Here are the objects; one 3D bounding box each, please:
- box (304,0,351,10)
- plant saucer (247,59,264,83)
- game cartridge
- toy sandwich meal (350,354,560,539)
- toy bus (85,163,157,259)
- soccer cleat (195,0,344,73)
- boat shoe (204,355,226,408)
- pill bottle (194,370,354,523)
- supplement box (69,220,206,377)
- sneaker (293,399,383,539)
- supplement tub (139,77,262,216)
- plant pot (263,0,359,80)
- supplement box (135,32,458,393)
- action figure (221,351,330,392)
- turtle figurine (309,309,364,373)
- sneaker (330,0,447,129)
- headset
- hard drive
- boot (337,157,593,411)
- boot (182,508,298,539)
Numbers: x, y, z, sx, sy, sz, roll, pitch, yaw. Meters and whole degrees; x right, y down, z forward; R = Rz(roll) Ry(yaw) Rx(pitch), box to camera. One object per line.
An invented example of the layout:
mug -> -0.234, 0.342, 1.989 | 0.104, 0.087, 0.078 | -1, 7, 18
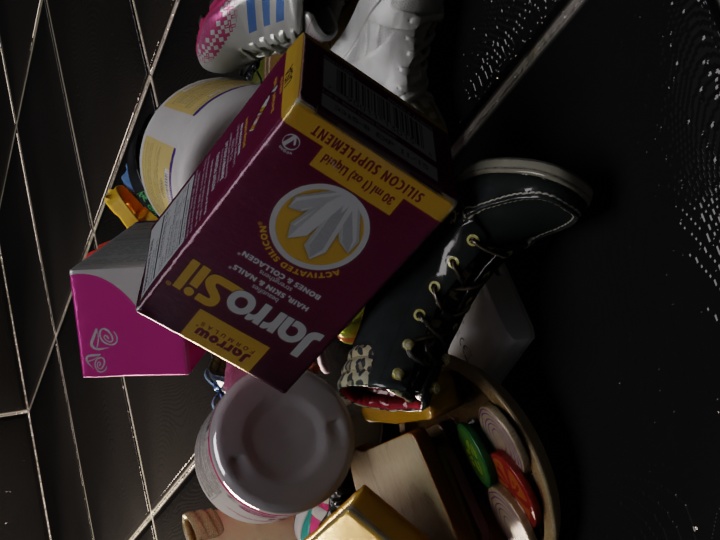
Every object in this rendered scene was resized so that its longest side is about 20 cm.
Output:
box -> -0.024, -0.333, 1.007 | 0.160, 0.049, 0.201 | -41, 58, 47
plant saucer -> -0.067, -0.126, 1.211 | 0.200, 0.031, 0.202 | 27, 120, 60
game cartridge -> 0.045, 0.259, 0.932 | 0.200, 0.032, 0.176 | 38, 146, 0
toy sandwich meal -> 0.064, 0.155, 0.905 | 0.205, 0.070, 0.206 | 40, 141, 42
toy bus -> -0.205, -0.055, 1.289 | 0.136, 0.191, 0.201 | -117, 7, -76
soccer cleat -> -0.065, -0.200, 0.972 | 0.200, 0.070, 0.087 | -40, 74, 45
boat shoe -> -0.144, 0.107, 1.391 | 0.084, 0.068, 0.202 | -140, 48, -56
pill bottle -> -0.078, 0.150, 1.016 | 0.200, 0.112, 0.114 | 132, 128, -71
supplement box -> -0.186, 0.021, 1.142 | 0.200, 0.102, 0.102 | -68, -25, -76
sneaker -> -0.004, 0.213, 1.096 | 0.121, 0.083, 0.201 | 54, 142, 45
supplement tub -> -0.103, -0.085, 1.017 | 0.200, 0.144, 0.147 | -151, 58, -67
plant pot -> -0.034, -0.180, 1.082 | 0.199, 0.027, 0.202 | 0, 91, 54
supplement box -> -0.046, -0.036, 0.838 | 0.200, 0.130, 0.104 | -49, 23, 28
action figure -> -0.063, 0.045, 1.105 | 0.201, 0.148, 0.135 | 118, 144, -46
turtle figurine -> 0.000, 0.000, 1.026 | 0.200, 0.064, 0.163 | -52, -28, -71
sneaker -> 0.042, -0.157, 0.940 | 0.116, 0.073, 0.200 | 53, 136, 15
headset -> -0.137, -0.132, 1.160 | 0.094, 0.123, 0.201 | -39, 22, 53
hard drive -> 0.067, 0.053, 0.969 | 0.200, 0.026, 0.133 | 117, 140, -50
boot -> 0.065, 0.015, 0.819 | 0.203, 0.073, 0.155 | -14, 54, 55
boot -> -0.081, 0.294, 1.197 | 0.200, 0.154, 0.073 | -125, 37, -46
